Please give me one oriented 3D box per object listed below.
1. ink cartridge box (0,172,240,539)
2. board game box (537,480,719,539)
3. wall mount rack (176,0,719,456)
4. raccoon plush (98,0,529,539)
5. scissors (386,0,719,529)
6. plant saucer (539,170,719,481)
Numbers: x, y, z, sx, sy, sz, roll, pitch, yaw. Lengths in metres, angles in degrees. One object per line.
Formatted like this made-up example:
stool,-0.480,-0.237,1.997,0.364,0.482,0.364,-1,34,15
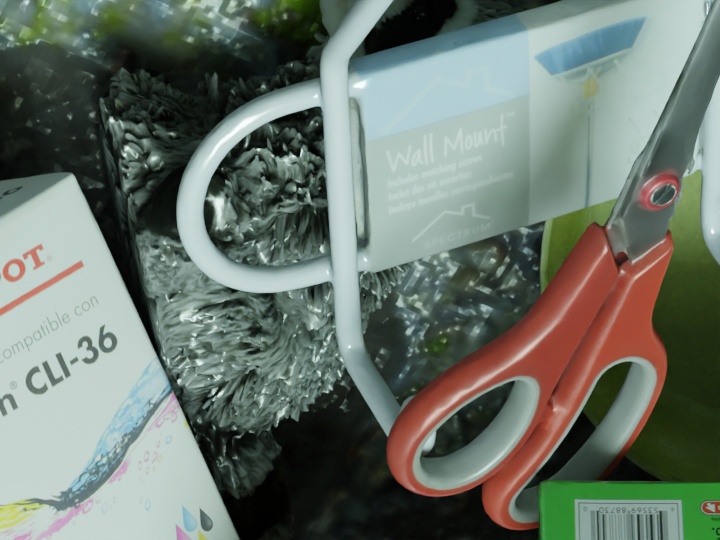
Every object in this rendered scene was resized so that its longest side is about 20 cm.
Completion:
ink cartridge box,-0.112,0.052,0.770,0.116,0.067,0.201,-32,106,-30
board game box,0.123,0.128,0.801,0.152,0.041,0.201,0,144,2
wall mount rack,0.055,-0.043,0.719,0.199,0.075,0.175,-17,133,-16
raccoon plush,0.000,0.000,0.834,0.133,0.097,0.201,-13,130,-8
scissors,0.072,-0.012,0.703,0.073,0.014,0.201,11,122,-36
plant saucer,0.150,-0.014,0.871,0.198,0.031,0.201,-4,122,-6
